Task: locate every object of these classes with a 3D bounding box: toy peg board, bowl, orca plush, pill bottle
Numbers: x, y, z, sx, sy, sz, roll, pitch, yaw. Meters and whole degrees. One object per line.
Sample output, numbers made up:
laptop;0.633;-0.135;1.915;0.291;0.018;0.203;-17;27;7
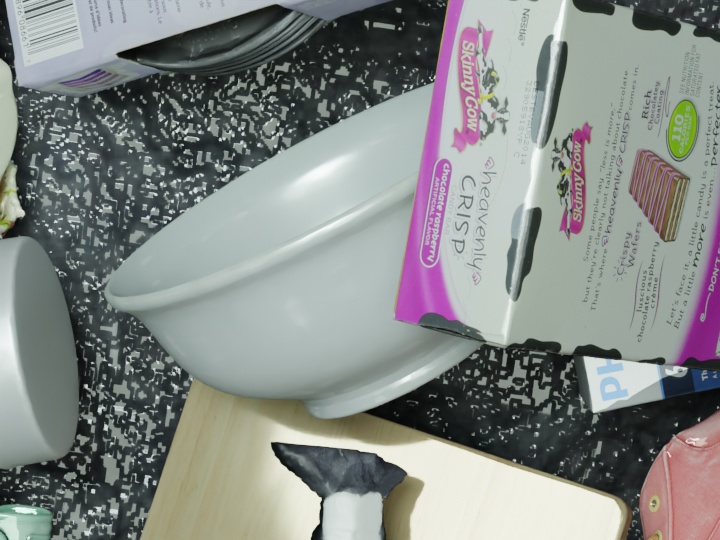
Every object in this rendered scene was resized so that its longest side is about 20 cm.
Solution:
toy peg board;0.000;0.171;1.319;0.198;0.098;0.201;17;84;14
bowl;0.000;0.000;1.255;0.200;0.201;0.091;-27;101;2
orca plush;-0.038;0.172;1.235;0.071;0.105;0.201;-6;82;42
pill bottle;-0.230;0.046;1.283;0.199;0.114;0.115;-9;96;9

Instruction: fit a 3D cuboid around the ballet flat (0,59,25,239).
ballet flat;-0.176;-0.103;1.291;0.064;0.075;0.201;12;117;38

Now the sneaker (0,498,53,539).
sneaker;-0.155;0.174;1.327;0.200;0.074;0.118;40;100;-2

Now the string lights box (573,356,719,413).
string lights box;0.187;-0.009;1.321;0.199;0.059;0.103;-11;96;1

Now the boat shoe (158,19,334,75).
boat shoe;-0.005;-0.144;1.302;0.199;0.076;0.061;-24;97;-10

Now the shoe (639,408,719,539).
shoe;0.145;0.141;1.292;0.091;0.072;0.200;37;78;29

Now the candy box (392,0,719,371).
candy box;0.106;-0.034;1.197;0.061;0.199;0.137;12;92;39

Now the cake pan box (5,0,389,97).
cake pan box;-0.072;-0.183;1.249;0.183;0.052;0.201;-16;79;27
